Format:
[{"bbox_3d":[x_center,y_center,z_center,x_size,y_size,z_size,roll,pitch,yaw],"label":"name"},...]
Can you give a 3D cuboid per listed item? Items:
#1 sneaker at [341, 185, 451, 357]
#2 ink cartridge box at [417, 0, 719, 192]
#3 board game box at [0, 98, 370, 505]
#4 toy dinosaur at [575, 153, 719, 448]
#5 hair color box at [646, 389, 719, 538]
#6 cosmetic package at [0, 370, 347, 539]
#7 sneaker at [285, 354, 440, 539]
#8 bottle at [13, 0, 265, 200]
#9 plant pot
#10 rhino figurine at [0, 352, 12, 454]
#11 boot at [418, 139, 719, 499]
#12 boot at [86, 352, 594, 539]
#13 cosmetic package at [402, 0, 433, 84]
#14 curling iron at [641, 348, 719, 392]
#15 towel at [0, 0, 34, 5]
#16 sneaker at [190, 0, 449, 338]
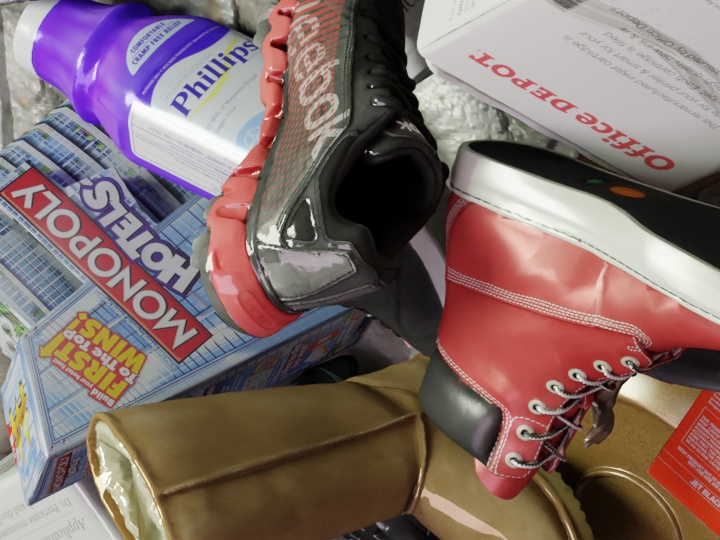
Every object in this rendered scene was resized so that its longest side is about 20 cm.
[{"bbox_3d":[0.000,0.000,1.351,0.099,0.071,0.200,-13,147,13],"label":"sneaker"},{"bbox_3d":[0.141,-0.121,1.139,0.144,0.084,0.200,28,148,-29],"label":"ink cartridge box"},{"bbox_3d":[-0.129,0.013,1.436,0.200,0.200,0.062,43,147,10],"label":"board game box"},{"bbox_3d":[0.112,-0.018,1.292,0.136,0.086,0.200,49,133,22],"label":"toy dinosaur"},{"bbox_3d":[0.208,0.025,1.217,0.061,0.101,0.200,42,137,13],"label":"hair color box"},{"bbox_3d":[-0.096,0.160,1.541,0.167,0.166,0.200,-27,97,49],"label":"cosmetic package"},{"bbox_3d":[0.032,0.123,1.457,0.200,0.079,0.075,42,152,8],"label":"sneaker"},{"bbox_3d":[-0.084,-0.085,1.418,0.200,0.084,0.065,27,143,27],"label":"bottle"},{"bbox_3d":[0.137,0.120,1.406,0.200,0.027,0.200,24,133,29],"label":"plant pot"},{"bbox_3d":[-0.204,0.017,1.596,0.060,0.087,0.200,17,128,33],"label":"rhino figurine"},{"bbox_3d":[0.107,0.041,1.173,0.200,0.072,0.145,23,110,42],"label":"boot"},{"bbox_3d":[-0.008,0.119,1.364,0.175,0.200,0.066,52,139,36],"label":"boot"},{"bbox_3d":[0.027,-0.186,1.270,0.151,0.052,0.200,53,139,4],"label":"cosmetic package"},{"bbox_3d":[0.123,0.045,1.217,0.200,0.026,0.050,3,86,45],"label":"curling iron"},{"bbox_3d":[-0.159,-0.234,1.380,0.165,0.086,0.200,-7,113,44],"label":"towel"},{"bbox_3d":[-0.002,-0.064,1.218,0.098,0.201,0.071,-9,142,33],"label":"sneaker"}]
